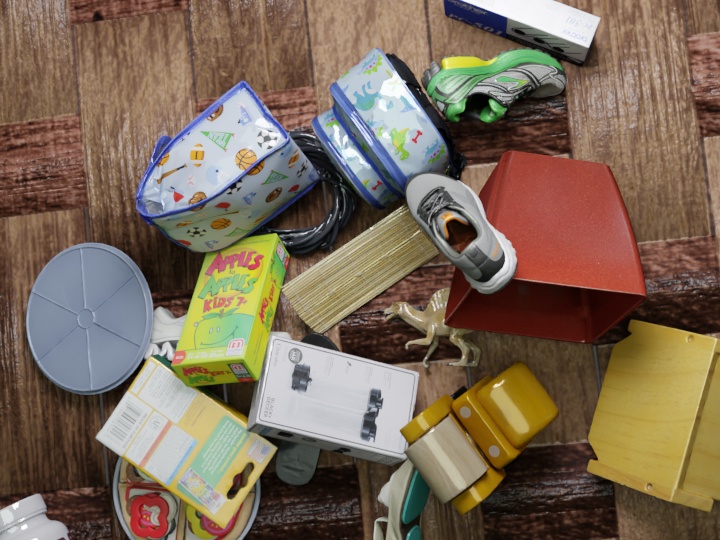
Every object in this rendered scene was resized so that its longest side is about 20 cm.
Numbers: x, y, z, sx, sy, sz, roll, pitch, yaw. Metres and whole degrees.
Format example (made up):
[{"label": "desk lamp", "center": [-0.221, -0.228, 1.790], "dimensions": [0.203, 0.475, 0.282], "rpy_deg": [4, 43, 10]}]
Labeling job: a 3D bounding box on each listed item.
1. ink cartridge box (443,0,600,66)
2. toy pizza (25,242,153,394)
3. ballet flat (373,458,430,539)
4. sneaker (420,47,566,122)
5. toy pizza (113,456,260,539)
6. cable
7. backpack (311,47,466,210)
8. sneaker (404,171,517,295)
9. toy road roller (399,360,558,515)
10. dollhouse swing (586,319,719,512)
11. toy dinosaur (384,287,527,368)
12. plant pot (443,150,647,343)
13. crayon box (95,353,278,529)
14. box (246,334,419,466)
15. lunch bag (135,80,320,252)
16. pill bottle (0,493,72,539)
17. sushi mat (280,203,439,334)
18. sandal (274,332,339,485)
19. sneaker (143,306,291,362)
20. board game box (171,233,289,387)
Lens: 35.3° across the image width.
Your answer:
[{"label": "ink cartridge box", "center": [0.205, -0.328, 1.459], "dimensions": [0.198, 0.094, 0.045], "rpy_deg": [23, 88, 8]}, {"label": "toy pizza", "center": [-0.359, 0.064, 1.510], "dimensions": [0.198, 0.032, 0.203], "rpy_deg": [-2, 85, 20]}, {"label": "ballet flat", "center": [0.048, 0.310, 1.425], "dimensions": [0.069, 0.070, 0.202], "rpy_deg": [8, 104, 7]}, {"label": "sneaker", "center": [0.176, -0.224, 1.433], "dimensions": [0.198, 0.078, 0.086], "rpy_deg": [-11, 64, -22]}, {"label": "toy pizza", "center": [-0.231, 0.286, 1.482], "dimensions": [0.198, 0.032, 0.203], "rpy_deg": [-1, 85, 6]}, {"label": "cable", "center": [-0.099, -0.107, 1.502], "dimensions": [0.198, 0.051, 0.165], "rpy_deg": [4, 81, 11]}, {"label": "backpack", "center": [0.030, -0.169, 1.412], "dimensions": [0.146, 0.200, 0.184], "rpy_deg": [-37, 84, 2]}, {"label": "sneaker", "center": [0.103, -0.059, 1.261], "dimensions": [0.074, 0.079, 0.200], "rpy_deg": [-45, 42, 8]}, {"label": "toy road roller", "center": [0.152, 0.190, 1.373], "dimensions": [0.146, 0.200, 0.123], "rpy_deg": [-41, 82, 24]}, {"label": "dollhouse swing", "center": [0.423, 0.189, 1.425], "dimensions": [0.181, 0.175, 0.202], "rpy_deg": [13, 87, 48]}, {"label": "toy dinosaur", "center": [0.128, 0.073, 1.454], "dimensions": [0.198, 0.058, 0.102], "rpy_deg": [-3, 84, 6]}, {"label": "plant pot", "center": [0.222, -0.032, 1.379], "dimensions": [0.198, 0.200, 0.178], "rpy_deg": [8, 70, -6]}, {"label": "crayon box", "center": [-0.216, 0.215, 1.431], "dimensions": [0.199, 0.052, 0.126], "rpy_deg": [35, 90, 2]}, {"label": "box", "center": [-0.033, 0.165, 1.416], "dimensions": [0.198, 0.060, 0.118], "rpy_deg": [14, 68, -13]}, {"label": "lunch bag", "center": [-0.172, -0.114, 1.402], "dimensions": [0.200, 0.170, 0.124], "rpy_deg": [-40, 70, 2]}, {"label": "pill bottle", "center": [-0.413, 0.399, 1.460], "dimensions": [0.112, 0.113, 0.201], "rpy_deg": [-27, 82, 3]}, {"label": "sushi mat", "center": [0.000, 0.000, 1.467], "dimensions": [0.199, 0.096, 0.012], "rpy_deg": [-34, 38, 2]}, {"label": "sandal", "center": [-0.067, 0.182, 1.472], "dimensions": [0.074, 0.045, 0.202], "rpy_deg": [11, 87, 7]}, {"label": "sneaker", "center": [-0.187, 0.083, 1.484], "dimensions": [0.198, 0.075, 0.082], "rpy_deg": [0, 77, 6]}, {"label": "board game box", "center": [-0.161, 0.048, 1.426], "dimensions": [0.101, 0.048, 0.201], "rpy_deg": [-7, 47, 21]}]
